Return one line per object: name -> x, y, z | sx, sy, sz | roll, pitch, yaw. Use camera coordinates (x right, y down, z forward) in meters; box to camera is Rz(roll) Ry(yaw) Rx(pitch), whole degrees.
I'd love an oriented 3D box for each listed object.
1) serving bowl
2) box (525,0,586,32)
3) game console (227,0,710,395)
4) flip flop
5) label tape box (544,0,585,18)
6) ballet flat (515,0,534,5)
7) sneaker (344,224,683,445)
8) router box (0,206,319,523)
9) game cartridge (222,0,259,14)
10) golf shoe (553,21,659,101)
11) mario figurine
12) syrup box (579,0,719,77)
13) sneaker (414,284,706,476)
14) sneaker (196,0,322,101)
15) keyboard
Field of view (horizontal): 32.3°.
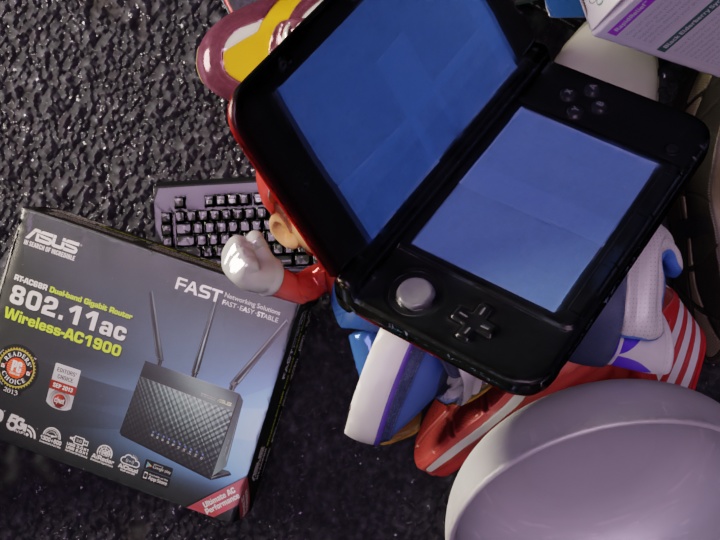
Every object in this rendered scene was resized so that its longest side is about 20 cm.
serving bowl -> 0.144, 0.130, 0.754 | 0.198, 0.201, 0.066 | -15, 45, 4
box -> 0.139, -0.244, 0.824 | 0.199, 0.036, 0.144 | 29, 90, 7
game console -> 0.064, -0.071, 0.617 | 0.171, 0.119, 0.200 | 26, 59, 25
flip flop -> 0.236, -0.042, 0.791 | 0.057, 0.081, 0.202 | -3, 89, -12
label tape box -> 0.168, -0.259, 0.748 | 0.142, 0.066, 0.202 | -6, 82, -22
ballet flat -> 0.072, -0.263, 0.782 | 0.063, 0.067, 0.202 | -17, 86, 12
sneaker -> 0.096, 0.035, 0.675 | 0.146, 0.081, 0.201 | 29, 68, 8
router box -> -0.144, 0.058, 0.814 | 0.198, 0.062, 0.151 | 18, 94, 6
game cartridge -> -0.014, -0.166, 0.810 | 0.129, 0.038, 0.201 | -27, 87, 4
golf shoe -> 0.133, -0.068, 0.775 | 0.078, 0.097, 0.202 | 21, 97, 9
mario figurine -> 0.000, 0.000, 0.738 | 0.106, 0.123, 0.201 | -28, 91, 46
syrup box -> 0.209, -0.162, 0.689 | 0.081, 0.199, 0.079 | -40, 53, 42
sneaker -> 0.135, 0.089, 0.790 | 0.115, 0.079, 0.200 | 41, 114, -16
sneaker -> -0.008, -0.137, 0.748 | 0.198, 0.090, 0.076 | -3, 91, 8
keyboard -> -0.042, -0.052, 0.839 | 0.198, 0.021, 0.129 | -3, 88, 4
